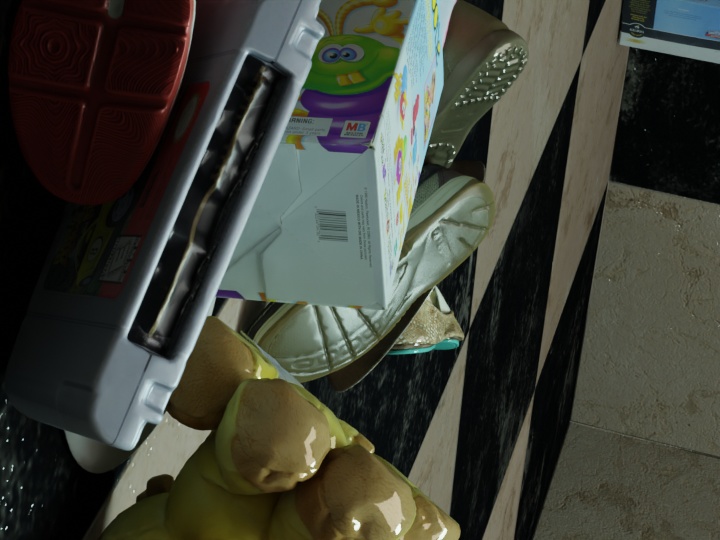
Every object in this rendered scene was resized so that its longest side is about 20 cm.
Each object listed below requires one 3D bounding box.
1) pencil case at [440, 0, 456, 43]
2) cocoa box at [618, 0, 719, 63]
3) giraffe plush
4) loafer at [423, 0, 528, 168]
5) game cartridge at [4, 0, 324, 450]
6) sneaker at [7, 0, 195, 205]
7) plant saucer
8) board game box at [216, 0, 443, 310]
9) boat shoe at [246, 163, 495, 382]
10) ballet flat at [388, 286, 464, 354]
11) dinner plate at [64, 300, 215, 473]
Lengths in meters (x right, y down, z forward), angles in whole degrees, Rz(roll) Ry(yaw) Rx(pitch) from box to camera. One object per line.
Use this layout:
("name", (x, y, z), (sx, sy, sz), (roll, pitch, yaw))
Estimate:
("pencil case", (0.000, -0.116, 1.094), (0.083, 0.090, 0.201), (23, 77, -42))
("cocoa box", (0.567, -0.466, 3.010), (0.132, 0.199, 0.134), (86, 21, -50))
("giraffe plush", (-0.073, 0.130, 0.880), (0.162, 0.172, 0.200), (-50, -158, -2))
("loafer", (0.037, -0.109, 1.183), (0.076, 0.068, 0.200), (-2, 145, -50))
("game cartridge", (-0.087, -0.026, 0.722), (0.133, 0.041, 0.201), (-2, -116, 66))
("sneaker", (-0.084, -0.128, 0.719), (0.115, 0.078, 0.201), (-20, 124, -74))
("plant saucer", (0.023, -0.003, 1.269), (0.201, 0.032, 0.200), (-56, -171, 13))
("board game box", (-0.021, -0.086, 0.908), (0.200, 0.103, 0.105), (-74, 164, -49))
("boat shoe", (0.000, -0.001, 1.148), (0.201, 0.066, 0.072), (-38, 132, -16))
("ballet flat", (0.055, 0.041, 1.552), (0.200, 0.070, 0.066), (11, 78, -81))
("dinner plate", (-0.104, 0.009, 0.894), (0.200, 0.024, 0.201), (12, 90, -78))
